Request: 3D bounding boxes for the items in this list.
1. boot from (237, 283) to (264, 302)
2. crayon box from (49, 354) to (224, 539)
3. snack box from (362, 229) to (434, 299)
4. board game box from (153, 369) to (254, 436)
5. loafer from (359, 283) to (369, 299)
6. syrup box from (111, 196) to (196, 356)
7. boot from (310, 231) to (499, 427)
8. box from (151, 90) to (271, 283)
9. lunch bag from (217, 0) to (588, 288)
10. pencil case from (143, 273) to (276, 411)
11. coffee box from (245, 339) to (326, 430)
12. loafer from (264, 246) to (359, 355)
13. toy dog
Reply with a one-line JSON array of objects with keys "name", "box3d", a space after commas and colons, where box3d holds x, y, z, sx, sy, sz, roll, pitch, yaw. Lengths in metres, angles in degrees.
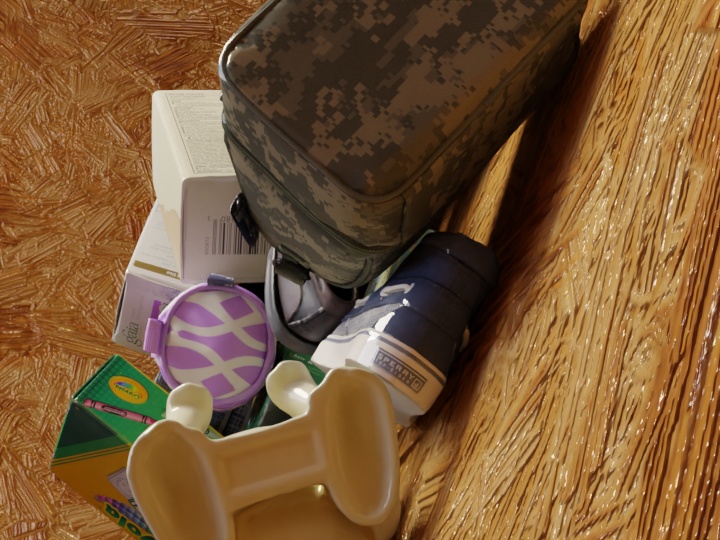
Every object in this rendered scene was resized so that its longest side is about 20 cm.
[{"name": "boot", "box3d": [-0.061, -0.005, 1.395, 0.201, 0.065, 0.166, -81, 0, -53]}, {"name": "crayon box", "box3d": [-0.137, 0.168, 1.272, 0.058, 0.199, 0.119, -49, -7, -37]}, {"name": "snack box", "box3d": [0.005, 0.071, 1.119, 0.116, 0.037, 0.202, 158, 134, -83]}, {"name": "board game box", "box3d": [-0.136, 0.142, 1.369, 0.200, 0.198, 0.062, 124, 168, -66]}, {"name": "loafer", "box3d": [0.000, 0.000, 1.261, 0.068, 0.070, 0.202, -79, 12, -60]}, {"name": "syrup box", "box3d": [-0.129, -0.024, 1.322, 0.201, 0.081, 0.079, -76, 3, -48]}, {"name": "boot", "box3d": [0.030, 0.033, 0.953, 0.091, 0.072, 0.200, -56, 6, -10]}, {"name": "box", "box3d": [-0.097, -0.065, 1.204, 0.200, 0.094, 0.079, -116, 27, -65]}, {"name": "lunch bag", "box3d": [0.019, -0.094, 0.934, 0.200, 0.139, 0.168, -47, -17, -17]}, {"name": "pencil case", "box3d": [-0.103, 0.054, 1.133, 0.200, 0.084, 0.085, 130, 140, -82]}, {"name": "coffee box", "box3d": [-0.048, 0.090, 1.137, 0.200, 0.044, 0.124, -78, 10, -68]}, {"name": "loafer", "box3d": [-0.025, -0.049, 1.055, 0.063, 0.071, 0.202, -37, 50, 51]}, {"name": "toy dog", "box3d": [-0.041, 0.144, 0.930, 0.138, 0.195, 0.200, -25, -2, -10]}]
